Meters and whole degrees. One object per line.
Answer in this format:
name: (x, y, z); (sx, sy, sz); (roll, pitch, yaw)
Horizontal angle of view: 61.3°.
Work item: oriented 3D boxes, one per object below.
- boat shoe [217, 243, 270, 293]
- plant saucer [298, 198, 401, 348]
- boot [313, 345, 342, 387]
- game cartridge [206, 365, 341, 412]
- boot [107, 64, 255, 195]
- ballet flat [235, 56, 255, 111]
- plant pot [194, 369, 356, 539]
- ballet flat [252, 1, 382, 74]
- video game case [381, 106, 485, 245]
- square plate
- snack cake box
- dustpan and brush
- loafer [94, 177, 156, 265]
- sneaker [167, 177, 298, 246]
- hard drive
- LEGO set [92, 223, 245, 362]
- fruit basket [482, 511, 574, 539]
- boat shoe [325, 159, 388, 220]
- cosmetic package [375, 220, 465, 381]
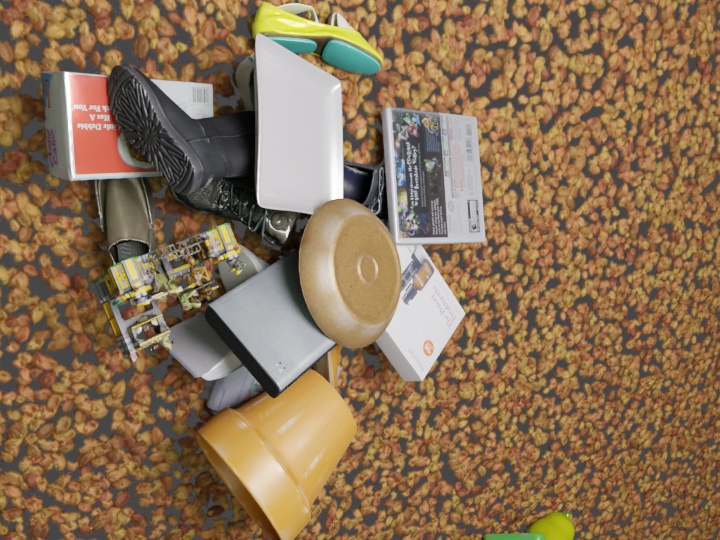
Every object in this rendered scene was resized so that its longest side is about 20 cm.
boat shoe: (-0.129, 0.036, 0.888); (0.201, 0.071, 0.071); (45, 114, 12)
plant saucer: (0.000, 0.000, 0.826); (0.197, 0.035, 0.208); (12, 74, -46)
boot: (-0.013, 0.074, 0.951); (0.140, 0.070, 0.209); (-12, 100, -33)
game cartridge: (-0.131, 0.173, 0.961); (0.195, 0.041, 0.137); (19, 91, -25)
boot: (-0.187, -0.181, 0.747); (0.167, 0.065, 0.199); (55, 35, 1)
ballet flat: (-0.122, -0.198, 0.858); (0.068, 0.069, 0.206); (-24, 111, -15)
plant pot: (-0.108, 0.250, 0.878); (0.182, 0.198, 0.204); (-39, 115, -27)
ballet flat: (-0.056, -0.334, 0.858); (0.193, 0.067, 0.070); (5, 80, -22)
video game case: (0.117, -0.145, 0.952); (0.177, 0.023, 0.208); (-2, 88, -31)
square plate: (-0.081, -0.174, 0.795); (0.198, 0.028, 0.206); (2, 87, -61)
snack cake box: (-0.279, -0.177, 0.752); (0.197, 0.066, 0.119); (-13, 111, -49)
dustpan and brush: (-0.179, 0.092, 0.885); (0.198, 0.138, 0.059); (-33, 130, -31)
loafer: (-0.307, -0.058, 0.812); (0.073, 0.069, 0.207); (-14, 108, -18)
sneaker: (-0.154, -0.093, 0.802); (0.197, 0.112, 0.078); (22, 93, -54)
hard drive: (-0.090, 0.057, 0.811); (0.140, 0.033, 0.199); (46, 44, 8)
LEGO set: (-0.229, 0.033, 0.760); (0.198, 0.151, 0.119); (-28, 96, -50)
fruit basket: (0.352, 0.581, 1.224); (0.213, 0.152, 0.223); (29, 53, -47)
boat shoe: (0.013, -0.123, 0.934); (0.195, 0.062, 0.077); (17, 95, -26)
cosmetic package: (0.066, 0.044, 0.945); (0.151, 0.051, 0.202); (-48, 111, -31)
